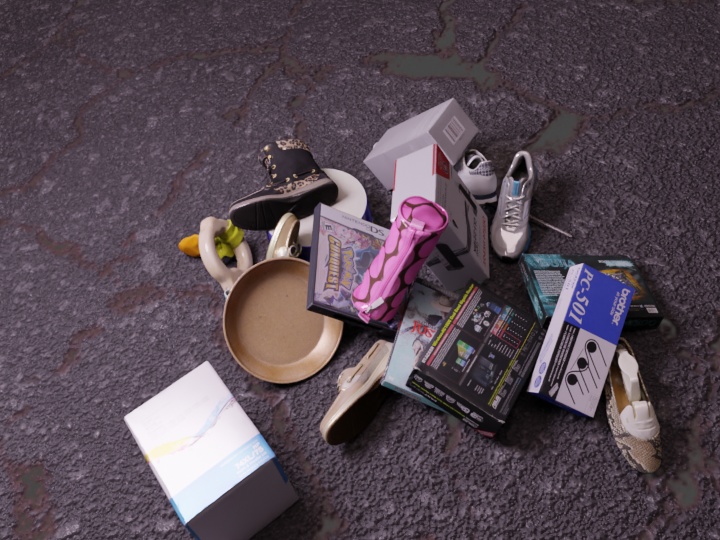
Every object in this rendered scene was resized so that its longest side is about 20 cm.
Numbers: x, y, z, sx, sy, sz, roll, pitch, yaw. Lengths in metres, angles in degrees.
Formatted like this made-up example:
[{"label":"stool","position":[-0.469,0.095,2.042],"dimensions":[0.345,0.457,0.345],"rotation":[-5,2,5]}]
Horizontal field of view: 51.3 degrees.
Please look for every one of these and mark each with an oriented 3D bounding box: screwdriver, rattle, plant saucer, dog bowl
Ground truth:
[{"label":"screwdriver","position":[0.294,-0.100,1.358],"dimensions":[0.199,0.029,0.028],"rotation":[33,63,24]},{"label":"rattle","position":[-0.266,0.017,1.342],"dimensions":[0.141,0.130,0.202],"rotation":[-17,75,11]},{"label":"plant saucer","position":[-0.126,0.080,1.217],"dimensions":[0.199,0.202,0.035],"rotation":[-33,9,-16]},{"label":"dog bowl","position":[-0.078,-0.092,1.384],"dimensions":[0.197,0.079,0.202],"rotation":[-6,50,7]}]

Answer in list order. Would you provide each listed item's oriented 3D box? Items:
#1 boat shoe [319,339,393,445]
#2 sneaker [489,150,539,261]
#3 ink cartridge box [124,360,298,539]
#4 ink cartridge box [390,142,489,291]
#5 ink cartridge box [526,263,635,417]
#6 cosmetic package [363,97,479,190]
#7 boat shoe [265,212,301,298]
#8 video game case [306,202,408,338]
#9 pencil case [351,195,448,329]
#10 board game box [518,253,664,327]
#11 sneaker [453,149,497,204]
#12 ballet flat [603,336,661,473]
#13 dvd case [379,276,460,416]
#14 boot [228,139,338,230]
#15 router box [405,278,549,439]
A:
[{"label":"boat shoe","position":[-0.003,0.183,1.151],"dimensions":[0.064,0.073,0.200],"rotation":[22,52,32]},{"label":"sneaker","position":[0.266,-0.117,1.309],"dimensions":[0.074,0.087,0.202],"rotation":[6,71,16]},{"label":"ink cartridge box","position":[-0.212,0.269,1.069],"dimensions":[0.145,0.148,0.200],"rotation":[-34,53,-16]},{"label":"ink cartridge box","position":[0.137,-0.084,1.245],"dimensions":[0.083,0.200,0.146],"rotation":[-18,45,27]},{"label":"ink cartridge box","position":[0.322,0.101,1.096],"dimensions":[0.093,0.044,0.202],"rotation":[24,78,-9]},{"label":"cosmetic package","position":[0.109,-0.231,1.394],"dimensions":[0.199,0.090,0.107],"rotation":[-16,32,57]},{"label":"boat shoe","position":[-0.126,0.006,1.269],"dimensions":[0.062,0.073,0.203],"rotation":[15,92,12]},{"label":"video game case","position":[0.000,0.000,1.247],"dimensions":[0.179,0.025,0.202],"rotation":[20,52,-24]},{"label":"pencil case","position":[0.057,-0.012,1.133],"dimensions":[0.090,0.201,0.094],"rotation":[35,34,14]},{"label":"board game box","position":[0.362,0.030,1.188],"dimensions":[0.197,0.028,0.136],"rotation":[1,46,-11]},{"label":"sneaker","position":[0.194,-0.189,1.380],"dimensions":[0.076,0.081,0.200],"rotation":[-16,29,-16]},{"label":"ballet flat","position":[0.383,0.181,1.067],"dimensions":[0.067,0.076,0.202],"rotation":[-2,50,-2]},{"label":"dvd case","position":[0.124,0.117,1.171],"dimensions":[0.145,0.022,0.201],"rotation":[24,53,-3]},{"label":"boot","position":[-0.154,-0.159,1.353],"dimensions":[0.198,0.074,0.151],"rotation":[-20,51,-10]},{"label":"router box","position":[0.179,0.128,1.123],"dimensions":[0.149,0.062,0.200],"rotation":[32,54,10]}]
